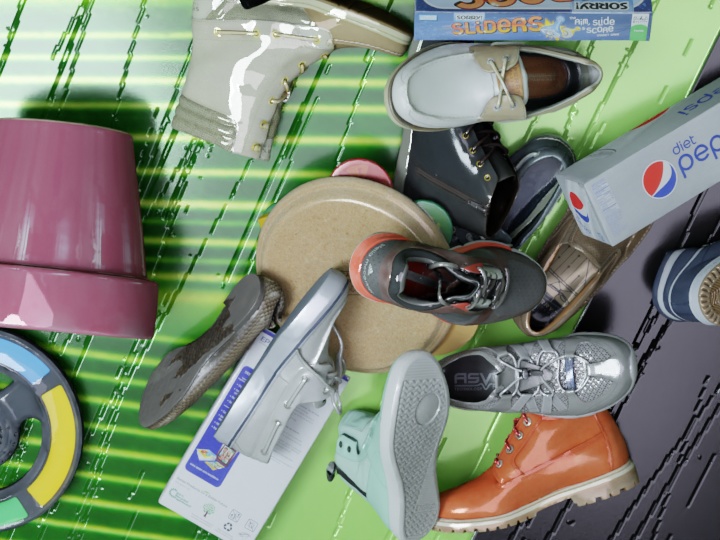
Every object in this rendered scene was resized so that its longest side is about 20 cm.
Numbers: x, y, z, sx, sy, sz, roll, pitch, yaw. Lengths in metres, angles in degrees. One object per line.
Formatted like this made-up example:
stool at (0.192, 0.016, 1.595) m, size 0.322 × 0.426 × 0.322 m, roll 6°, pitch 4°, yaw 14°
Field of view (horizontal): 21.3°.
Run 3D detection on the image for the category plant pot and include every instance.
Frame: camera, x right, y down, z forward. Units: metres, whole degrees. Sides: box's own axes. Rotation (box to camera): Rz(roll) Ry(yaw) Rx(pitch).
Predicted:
plant pot at (-0.270, -0.036, 1.676) m, size 0.198 × 0.200 × 0.181 m, roll 6°, pitch 87°, yaw 1°

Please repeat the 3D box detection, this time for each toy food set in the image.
toy food set at (0.000, 0.000, 1.713) m, size 0.199 × 0.049 × 0.199 m, roll -15°, pitch 110°, yaw 27°

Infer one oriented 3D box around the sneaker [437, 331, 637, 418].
sneaker at (0.148, 0.099, 1.697) m, size 0.199 × 0.082 × 0.075 m, roll -10°, pitch 86°, yaw 26°

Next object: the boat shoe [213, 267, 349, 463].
boat shoe at (-0.047, 0.095, 1.700) m, size 0.086 × 0.075 × 0.203 m, roll 32°, pitch 111°, yaw -4°

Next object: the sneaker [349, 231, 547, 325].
sneaker at (0.088, 0.016, 1.628) m, size 0.199 × 0.082 × 0.078 m, roll 4°, pitch 101°, yaw -33°

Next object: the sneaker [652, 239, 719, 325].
sneaker at (0.350, -0.011, 1.720) m, size 0.199 × 0.108 × 0.071 m, roll -28°, pitch 99°, yaw -23°

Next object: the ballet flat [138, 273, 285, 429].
ballet flat at (-0.134, 0.079, 1.741) m, size 0.046 × 0.068 × 0.200 m, roll 23°, pitch 122°, yaw -36°

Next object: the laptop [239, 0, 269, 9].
laptop at (-0.046, -0.348, 1.606) m, size 0.199 × 0.104 × 0.178 m, roll -22°, pitch 125°, yaw 10°

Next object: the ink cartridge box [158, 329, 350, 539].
ink cartridge box at (-0.097, 0.153, 1.779) m, size 0.099 × 0.039 × 0.201 m, roll 31°, pitch 103°, yaw -4°

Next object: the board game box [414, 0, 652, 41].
board game box at (0.145, -0.253, 1.636) m, size 0.198 × 0.136 × 0.035 m, roll 0°, pitch 140°, yaw 1°

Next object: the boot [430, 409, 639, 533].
boot at (0.146, 0.175, 1.765) m, size 0.199 × 0.075 × 0.108 m, roll -19°, pitch 96°, yaw 0°

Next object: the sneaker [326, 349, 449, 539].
sneaker at (0.016, 0.139, 1.719) m, size 0.073 × 0.118 × 0.202 m, roll -23°, pitch 131°, yaw -32°

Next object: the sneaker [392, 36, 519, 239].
sneaker at (0.096, -0.133, 1.671) m, size 0.106 × 0.075 × 0.202 m, roll 21°, pitch 116°, yaw 33°

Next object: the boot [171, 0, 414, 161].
boot at (-0.061, -0.171, 1.689) m, size 0.198 × 0.072 × 0.156 m, roll 13°, pitch 102°, yaw 4°

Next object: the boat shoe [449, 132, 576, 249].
boat shoe at (0.115, -0.041, 1.716) m, size 0.073 × 0.062 × 0.200 m, roll 43°, pitch 101°, yaw -9°

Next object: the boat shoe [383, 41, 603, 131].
boat shoe at (0.114, -0.160, 1.604) m, size 0.199 × 0.068 × 0.075 m, roll -14°, pitch 98°, yaw -32°

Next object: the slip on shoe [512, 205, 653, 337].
slip on shoe at (0.205, -0.024, 1.718) m, size 0.076 × 0.061 × 0.200 m, roll 39°, pitch 101°, yaw -7°

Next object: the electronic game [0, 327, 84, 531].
electronic game at (-0.356, 0.148, 1.785) m, size 0.198 × 0.042 × 0.202 m, roll 0°, pitch 103°, yaw 2°

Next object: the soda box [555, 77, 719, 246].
soda box at (0.274, -0.101, 1.666) m, size 0.199 × 0.068 × 0.064 m, roll -31°, pitch 107°, yaw -9°
